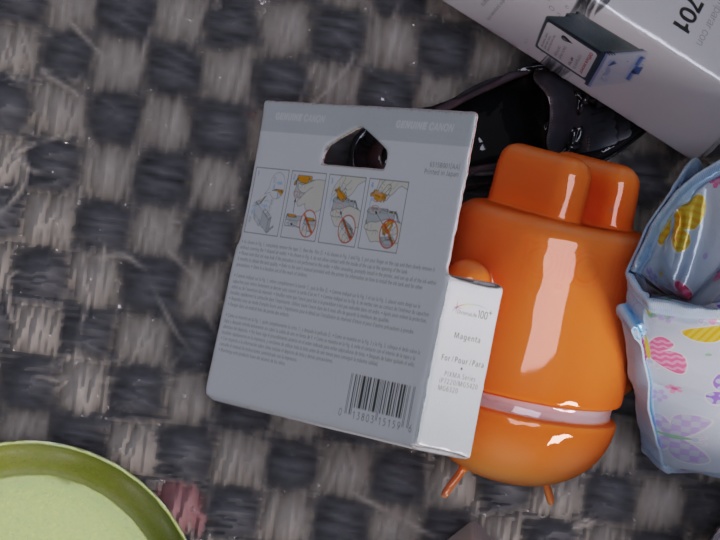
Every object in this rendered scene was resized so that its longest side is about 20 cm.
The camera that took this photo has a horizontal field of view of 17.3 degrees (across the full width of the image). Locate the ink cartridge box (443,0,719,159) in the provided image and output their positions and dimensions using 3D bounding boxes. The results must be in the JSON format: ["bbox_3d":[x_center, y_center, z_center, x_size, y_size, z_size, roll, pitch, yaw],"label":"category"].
[{"bbox_3d":[0.150,-0.180,1.329,0.200,0.086,0.147,31,62,-4],"label":"ink cartridge box"}]

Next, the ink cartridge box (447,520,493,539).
[{"bbox_3d":[0.097,0.248,1.300,0.084,0.145,0.200,-42,93,6],"label":"ink cartridge box"}]

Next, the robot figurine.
[{"bbox_3d":[0.096,0.033,1.318,0.116,0.144,0.200,13,97,12],"label":"robot figurine"}]

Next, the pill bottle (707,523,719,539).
[{"bbox_3d":[0.220,0.196,1.288,0.106,0.106,0.200,50,42,-3],"label":"pill bottle"}]

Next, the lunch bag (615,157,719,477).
[{"bbox_3d":[0.235,0.014,1.303,0.200,0.170,0.127,-27,49,-8],"label":"lunch bag"}]

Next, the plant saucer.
[{"bbox_3d":[-0.188,0.195,1.334,0.199,0.031,0.201,0,88,-5],"label":"plant saucer"}]

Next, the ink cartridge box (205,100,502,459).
[{"bbox_3d":[0.000,0.000,1.279,0.043,0.200,0.174,14,87,-37],"label":"ink cartridge box"}]

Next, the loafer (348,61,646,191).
[{"bbox_3d":[0.092,-0.082,1.352,0.200,0.063,0.072,-18,91,-6],"label":"loafer"}]
